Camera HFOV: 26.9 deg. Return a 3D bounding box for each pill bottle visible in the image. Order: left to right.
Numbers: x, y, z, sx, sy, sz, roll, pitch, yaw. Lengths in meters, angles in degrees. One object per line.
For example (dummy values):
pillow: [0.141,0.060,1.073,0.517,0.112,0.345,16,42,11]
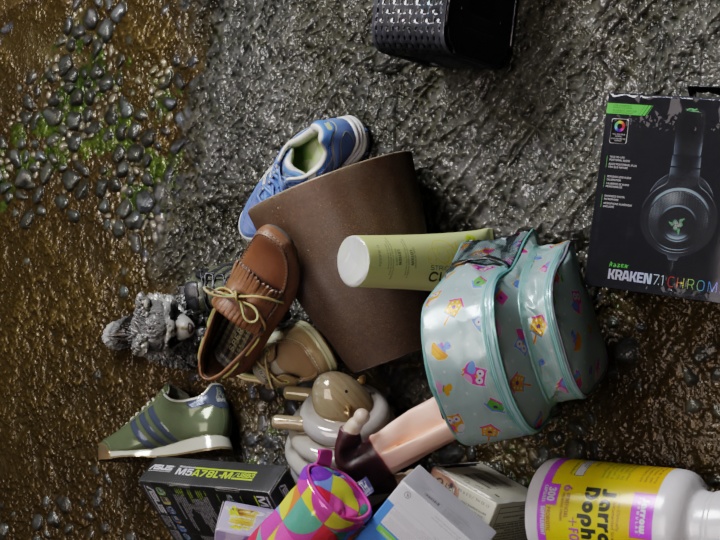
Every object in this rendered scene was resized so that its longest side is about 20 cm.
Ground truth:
pill bottle: [0.264,0.237,1.428,0.199,0.104,0.105,0,87,35]

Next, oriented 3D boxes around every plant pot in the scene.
plant pot: [0.000,0.000,1.600,0.186,0.187,0.201,-21,87,32]

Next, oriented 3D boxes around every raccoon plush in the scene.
raccoon plush: [-0.266,0.081,1.793,0.199,0.134,0.097,-23,76,32]

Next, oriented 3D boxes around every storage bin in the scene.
storage bin: [0.095,-0.316,1.563,0.093,0.135,0.201,7,91,35]

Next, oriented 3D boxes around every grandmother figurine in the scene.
grandmother figurine: [0.020,0.186,1.517,0.199,0.122,0.061,-32,25,5]

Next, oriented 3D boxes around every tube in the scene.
tube: [0.068,-0.009,1.528,0.052,0.199,0.058,43,121,42]

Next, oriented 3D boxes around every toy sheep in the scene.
toy sheep: [-0.021,0.192,1.615,0.137,0.138,0.201,23,135,34]

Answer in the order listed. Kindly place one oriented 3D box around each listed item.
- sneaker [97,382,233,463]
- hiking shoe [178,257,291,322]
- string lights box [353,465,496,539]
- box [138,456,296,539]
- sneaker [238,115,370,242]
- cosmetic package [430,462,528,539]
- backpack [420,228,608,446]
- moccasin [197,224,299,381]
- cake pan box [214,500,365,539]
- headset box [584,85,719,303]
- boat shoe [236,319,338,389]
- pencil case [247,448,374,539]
sneaker: [-0.232,0.182,1.811,0.199,0.067,0.090,-10,74,34]
hiking shoe: [-0.142,0.030,1.684,0.200,0.100,0.076,-175,71,-72]
string lights box: [0.030,0.302,1.477,0.103,0.059,0.200,41,110,9]
box: [-0.126,0.295,1.666,0.192,0.048,0.201,-3,126,34]
sneaker: [-0.080,-0.108,1.710,0.200,0.077,0.076,-46,65,25]
cosmetic package: [0.097,0.306,1.543,0.087,0.103,0.201,26,100,33]
backpack: [0.144,0.068,1.443,0.153,0.200,0.177,-7,110,33]
moccasin: [-0.122,0.036,1.560,0.074,0.078,0.202,43,129,11]
cake pan box: [-0.069,0.344,1.595,0.183,0.052,0.201,12,124,3]
headset box: [0.318,-0.072,1.417,0.173,0.093,0.201,9,92,35]
boat shoe: [-0.088,0.101,1.658,0.074,0.066,0.200,60,157,-8]
pencil case: [-0.069,0.274,1.478,0.088,0.088,0.200,49,115,27]
